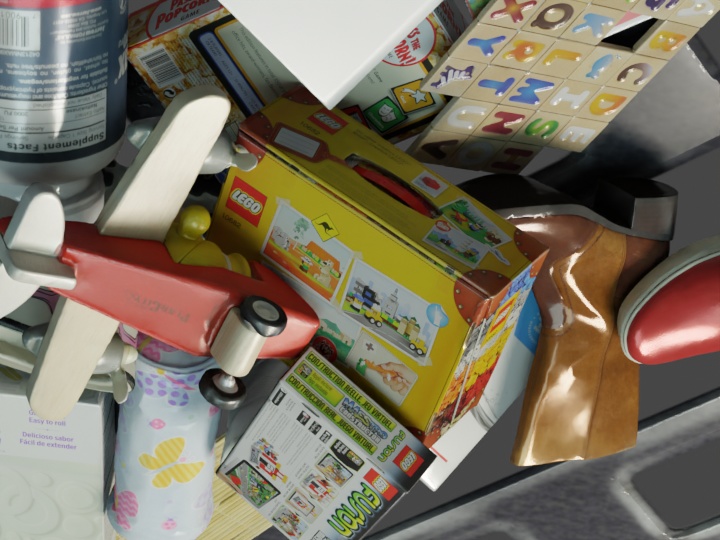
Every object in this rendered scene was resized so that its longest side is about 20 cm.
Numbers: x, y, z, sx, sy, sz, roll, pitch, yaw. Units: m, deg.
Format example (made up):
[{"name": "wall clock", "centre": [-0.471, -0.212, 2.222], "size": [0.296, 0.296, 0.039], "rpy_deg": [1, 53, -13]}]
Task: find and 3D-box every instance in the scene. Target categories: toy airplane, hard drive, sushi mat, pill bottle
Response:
[{"name": "toy airplane", "centre": [-0.145, -0.008, 1.357], "size": [0.199, 0.141, 0.200], "rpy_deg": [-17, 122, 8]}, {"name": "hard drive", "centre": [0.010, -0.210, 1.317], "size": [0.200, 0.025, 0.132], "rpy_deg": [-44, 123, 5]}, {"name": "sushi mat", "centre": [-0.117, 0.186, 1.741], "size": [0.200, 0.012, 0.096], "rpy_deg": [-36, 120, 30]}, {"name": "pill bottle", "centre": [-0.208, -0.121, 1.385], "size": [0.119, 0.120, 0.201], "rpy_deg": [5, 120, 0]}]

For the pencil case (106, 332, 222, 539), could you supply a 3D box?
[{"name": "pencil case", "centre": [-0.144, 0.114, 1.629], "size": [0.083, 0.091, 0.200], "rpy_deg": [2, 131, -10]}]

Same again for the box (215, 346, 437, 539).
[{"name": "box", "centre": [-0.028, 0.131, 1.456], "size": [0.110, 0.035, 0.200], "rpy_deg": [41, 153, 2]}]

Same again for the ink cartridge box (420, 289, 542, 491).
[{"name": "ink cartridge box", "centre": [0.044, 0.070, 1.526], "size": [0.200, 0.067, 0.116], "rpy_deg": [-49, 119, -2]}]

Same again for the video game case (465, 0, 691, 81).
[{"name": "video game case", "centre": [0.124, -0.206, 1.319], "size": [0.143, 0.017, 0.200], "rpy_deg": [-23, 143, 4]}]

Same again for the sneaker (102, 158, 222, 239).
[{"name": "sneaker", "centre": [-0.179, -0.031, 1.518], "size": [0.199, 0.081, 0.084], "rpy_deg": [13, 143, -3]}]

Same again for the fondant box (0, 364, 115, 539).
[{"name": "fondant box", "centre": [-0.265, 0.150, 1.685], "size": [0.144, 0.058, 0.201], "rpy_deg": [7, 129, 3]}]

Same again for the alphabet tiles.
[{"name": "alphabet tiles", "centre": [0.120, -0.128, 1.398], "size": [0.167, 0.008, 0.200], "rpy_deg": [6, 141, -37]}]

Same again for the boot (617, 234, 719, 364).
[{"name": "boot", "centre": [0.282, 0.035, 1.448], "size": [0.199, 0.144, 0.073], "rpy_deg": [-22, 127, -6]}]

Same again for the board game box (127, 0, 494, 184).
[{"name": "board game box", "centre": [-0.033, -0.139, 1.427], "size": [0.199, 0.046, 0.152], "rpy_deg": [-21, 126, 21]}]

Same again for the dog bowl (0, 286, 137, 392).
[{"name": "dog bowl", "centre": [-0.241, 0.018, 1.509], "size": [0.199, 0.074, 0.200], "rpy_deg": [17, 167, 4]}]

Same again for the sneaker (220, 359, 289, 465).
[{"name": "sneaker", "centre": [-0.029, 0.085, 1.578], "size": [0.074, 0.116, 0.200], "rpy_deg": [33, 125, -20]}]

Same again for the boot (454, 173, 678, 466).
[{"name": "boot", "centre": [0.122, 0.036, 1.490], "size": [0.188, 0.068, 0.201], "rpy_deg": [-4, 112, -34]}]

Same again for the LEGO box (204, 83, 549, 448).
[{"name": "LEGO box", "centre": [0.000, 0.000, 1.403], "size": [0.200, 0.077, 0.149], "rpy_deg": [35, 131, 15]}]
